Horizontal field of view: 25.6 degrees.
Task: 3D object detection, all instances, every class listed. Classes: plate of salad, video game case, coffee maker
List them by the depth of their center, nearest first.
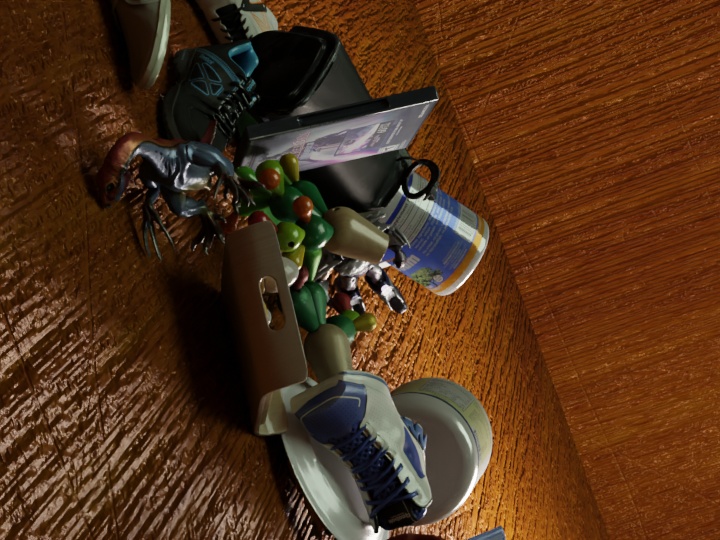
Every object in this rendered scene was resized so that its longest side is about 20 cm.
[{"bbox_3d":[-0.033,0.196,1.565,0.200,0.048,0.201,52,20,-27],"label":"plate of salad"},{"bbox_3d":[-0.030,-0.136,1.615,0.143,0.198,0.019,126,-52,-71],"label":"video game case"},{"bbox_3d":[-0.030,-0.169,1.765,0.200,0.190,0.136,53,37,-48],"label":"coffee maker"}]

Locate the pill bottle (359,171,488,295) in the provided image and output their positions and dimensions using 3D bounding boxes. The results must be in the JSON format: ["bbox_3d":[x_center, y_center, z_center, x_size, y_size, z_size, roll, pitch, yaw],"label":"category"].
[{"bbox_3d":[0.048,-0.065,1.924,0.199,0.112,0.112,32,27,-18],"label":"pill bottle"}]

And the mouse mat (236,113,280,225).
[{"bbox_3d":[-0.101,-0.114,1.826,0.200,0.007,0.162,14,57,-76],"label":"mouse mat"}]

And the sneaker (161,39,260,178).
[{"bbox_3d":[-0.143,-0.163,1.537,0.201,0.081,0.074,-93,163,-48],"label":"sneaker"}]

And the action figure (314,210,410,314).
[{"bbox_3d":[0.000,0.000,1.851,0.200,0.129,0.070,63,1,-68],"label":"action figure"}]

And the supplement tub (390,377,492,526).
[{"bbox_3d":[0.073,0.199,1.797,0.200,0.144,0.146,-18,89,-78],"label":"supplement tub"}]

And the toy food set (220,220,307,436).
[{"bbox_3d":[-0.079,0.056,1.412,0.200,0.060,0.145,108,-31,-71],"label":"toy food set"}]

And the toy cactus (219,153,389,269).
[{"bbox_3d":[-0.054,-0.045,1.505,0.164,0.103,0.200,25,6,-15],"label":"toy cactus"}]

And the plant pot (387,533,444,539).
[{"bbox_3d":[0.084,0.353,1.514,0.195,0.199,0.202,45,27,-48],"label":"plant pot"}]

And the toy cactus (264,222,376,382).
[{"bbox_3d":[-0.036,0.045,1.613,0.200,0.102,0.166,57,12,-59],"label":"toy cactus"}]

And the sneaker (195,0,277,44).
[{"bbox_3d":[-0.135,-0.280,1.773,0.200,0.073,0.081,48,28,-60],"label":"sneaker"}]

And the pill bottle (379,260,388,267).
[{"bbox_3d":[0.003,-0.103,2.031,0.109,0.108,0.202,2,70,-77],"label":"pill bottle"}]

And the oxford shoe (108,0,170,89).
[{"bbox_3d":[-0.210,-0.258,1.457,0.057,0.075,0.202,7,66,-30],"label":"oxford shoe"}]

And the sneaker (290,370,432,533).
[{"bbox_3d":[0.020,0.183,1.523,0.199,0.080,0.116,43,23,-48],"label":"sneaker"}]

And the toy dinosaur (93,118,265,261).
[{"bbox_3d":[-0.168,-0.081,1.346,0.181,0.105,0.200,40,11,-49],"label":"toy dinosaur"}]

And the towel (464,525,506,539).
[{"bbox_3d":[0.127,0.403,1.782,0.024,0.146,0.202,-8,-83,59],"label":"towel"}]

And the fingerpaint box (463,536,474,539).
[{"bbox_3d":[0.141,0.446,1.898,0.167,0.073,0.202,-59,129,-74],"label":"fingerpaint box"}]
